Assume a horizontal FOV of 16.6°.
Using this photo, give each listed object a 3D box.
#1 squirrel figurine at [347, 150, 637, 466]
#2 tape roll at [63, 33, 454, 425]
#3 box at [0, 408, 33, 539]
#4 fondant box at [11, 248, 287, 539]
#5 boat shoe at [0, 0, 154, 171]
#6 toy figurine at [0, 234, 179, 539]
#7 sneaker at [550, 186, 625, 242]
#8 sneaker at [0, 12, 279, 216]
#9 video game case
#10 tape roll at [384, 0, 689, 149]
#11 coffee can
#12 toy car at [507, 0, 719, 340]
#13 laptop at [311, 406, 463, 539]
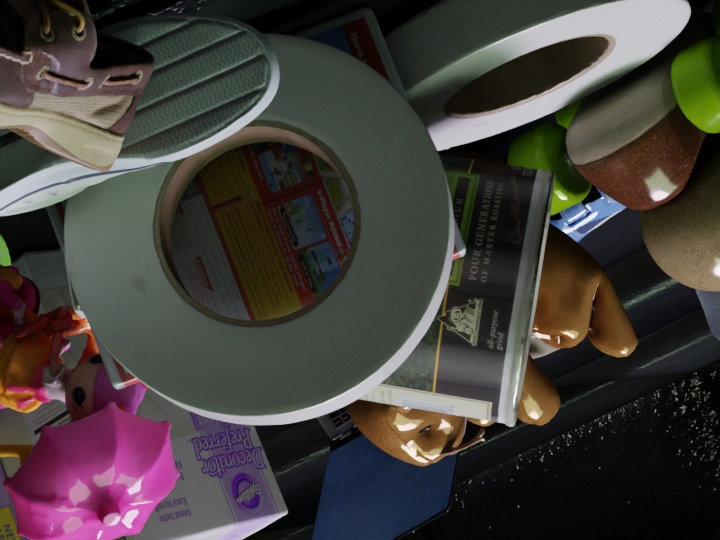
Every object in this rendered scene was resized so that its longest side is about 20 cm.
[{"bbox_3d":[0.057,0.027,1.662,0.186,0.201,0.141,-35,-154,-23],"label":"squirrel figurine"},{"bbox_3d":[-0.052,-0.021,1.269,0.202,0.204,0.037,-22,168,2],"label":"tape roll"},{"bbox_3d":[-0.216,0.117,1.647,0.096,0.177,0.200,-28,167,28],"label":"box"},{"bbox_3d":[-0.144,0.083,1.570,0.058,0.201,0.144,-30,166,37],"label":"fondant box"},{"bbox_3d":[-0.151,-0.102,1.093,0.072,0.072,0.200,-54,151,5],"label":"boat shoe"},{"bbox_3d":[-0.176,0.077,1.358,0.183,0.200,0.150,13,149,27],"label":"toy figurine"},{"bbox_3d":[0.167,-0.070,1.766,0.199,0.074,0.082,-30,169,-3],"label":"sneaker"},{"bbox_3d":[-0.130,-0.078,1.225,0.199,0.073,0.071,-15,179,14],"label":"sneaker"},{"bbox_3d":[-0.062,-0.039,1.309,0.199,0.144,0.017,-21,172,-3],"label":"video game case"},{"bbox_3d":[0.090,-0.126,1.420,0.202,0.037,0.203,-21,169,-4],"label":"tape roll"},{"bbox_3d":[0.000,0.000,1.388,0.199,0.147,0.146,9,169,5],"label":"coffee can"},{"bbox_3d":[0.223,-0.050,1.554,0.164,0.200,0.158,-26,-164,39],"label":"toy car"},{"bbox_3d":[-0.013,0.094,1.793,0.116,0.200,0.187,-34,180,-44],"label":"laptop"}]
